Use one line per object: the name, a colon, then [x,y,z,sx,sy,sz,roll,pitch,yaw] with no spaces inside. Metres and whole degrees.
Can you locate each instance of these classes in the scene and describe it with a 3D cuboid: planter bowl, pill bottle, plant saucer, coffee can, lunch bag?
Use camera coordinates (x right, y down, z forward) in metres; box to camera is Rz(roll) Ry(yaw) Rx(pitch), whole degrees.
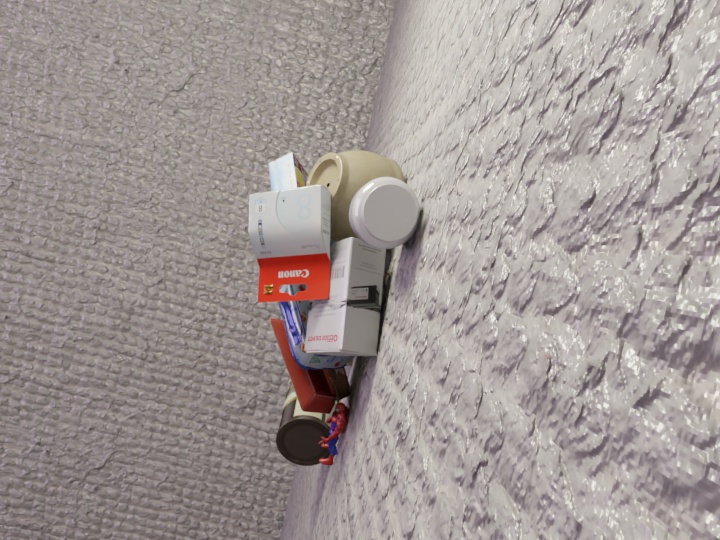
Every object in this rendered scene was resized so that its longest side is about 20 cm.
planter bowl: [-0.026,-0.151,1.260,0.198,0.133,0.205,-24,57,43]
pill bottle: [0.037,-0.091,1.016,0.200,0.106,0.112,-132,55,-84]
plant saucer: [-0.113,0.201,1.361,0.200,0.036,0.204,45,-158,-71]
coffee can: [-0.130,0.370,1.628,0.201,0.143,0.149,-85,9,-63]
lunch bag: [-0.092,0.102,1.313,0.075,0.158,0.204,-43,57,38]

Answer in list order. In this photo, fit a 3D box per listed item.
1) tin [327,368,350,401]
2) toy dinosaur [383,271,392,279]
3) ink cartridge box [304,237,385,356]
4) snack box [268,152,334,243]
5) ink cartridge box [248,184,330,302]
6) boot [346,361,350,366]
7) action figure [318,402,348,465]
tin: [-0.068,0.195,1.435,0.112,0.041,0.205,-139,32,-74]
toy dinosaur: [0.010,0.056,1.255,0.200,0.059,0.109,141,143,-82]
ink cartridge box: [-0.030,0.056,1.188,0.143,0.083,0.206,-12,69,57]
snack box: [-0.116,-0.117,1.346,0.201,0.066,0.172,55,-161,-52]
ink cartridge box: [-0.134,-0.048,1.181,0.047,0.156,0.206,21,-113,-64]
boot: [-0.047,0.124,1.603,0.154,0.201,0.072,-42,-31,3]
action figure: [-0.061,0.358,1.423,0.066,0.050,0.203,-75,3,-49]
